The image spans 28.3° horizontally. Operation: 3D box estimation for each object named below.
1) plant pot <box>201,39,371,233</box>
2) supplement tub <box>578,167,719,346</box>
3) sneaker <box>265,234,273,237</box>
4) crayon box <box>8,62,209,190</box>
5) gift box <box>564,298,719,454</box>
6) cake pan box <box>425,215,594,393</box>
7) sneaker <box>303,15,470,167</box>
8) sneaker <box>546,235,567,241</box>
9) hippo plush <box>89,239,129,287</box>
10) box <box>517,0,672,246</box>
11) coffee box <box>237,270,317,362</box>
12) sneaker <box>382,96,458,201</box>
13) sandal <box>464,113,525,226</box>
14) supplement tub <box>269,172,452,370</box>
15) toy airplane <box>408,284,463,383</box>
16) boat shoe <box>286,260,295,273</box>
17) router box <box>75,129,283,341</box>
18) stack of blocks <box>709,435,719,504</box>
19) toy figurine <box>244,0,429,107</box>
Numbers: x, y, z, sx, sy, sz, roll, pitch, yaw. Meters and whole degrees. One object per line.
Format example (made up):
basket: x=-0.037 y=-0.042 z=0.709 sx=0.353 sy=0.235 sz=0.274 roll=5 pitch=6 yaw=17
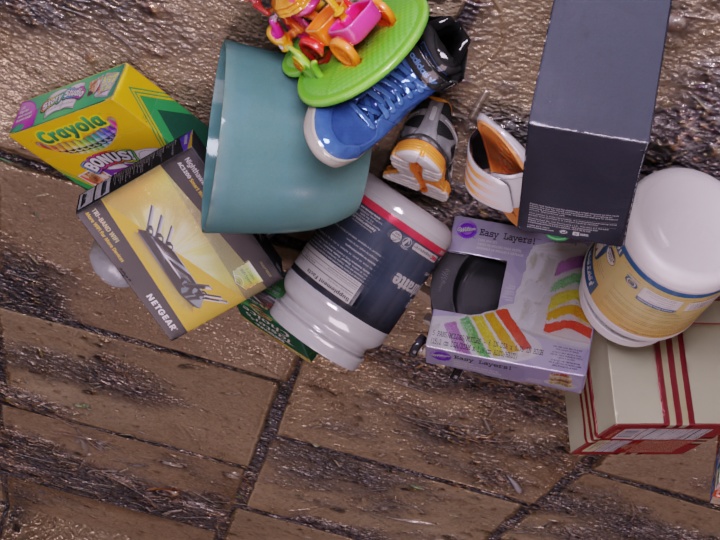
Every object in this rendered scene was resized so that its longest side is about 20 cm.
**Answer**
plant pot: x=-0.075 y=-0.130 z=1.491 sx=0.160 sy=0.202 sz=0.201 roll=6 pitch=155 yaw=-9
supplement tub: x=0.330 y=-0.008 z=1.579 sx=0.144 sy=0.145 sz=0.200 roll=15 pitch=153 yaw=-4
sneaker: x=-0.101 y=-0.095 z=1.707 sx=0.082 sy=0.073 sz=0.200 roll=48 pitch=147 yaw=-8
crayon box: x=-0.285 y=-0.153 z=1.686 sx=0.199 sy=0.059 sz=0.172 roll=-12 pitch=144 yaw=41
gift box: x=0.339 y=0.119 z=1.771 sx=0.199 sy=0.188 sz=0.185 roll=5 pitch=158 yaw=-17
cake pan box: x=0.182 y=0.036 z=1.692 sx=0.199 sy=0.185 sz=0.052 roll=11 pitch=151 yaw=9
sneaker: x=0.032 y=-0.178 z=1.352 sx=0.077 sy=0.200 sz=0.111 roll=53 pitch=138 yaw=-7
sneaker: x=0.226 y=-0.097 z=1.525 sx=0.074 sy=0.084 sz=0.200 roll=8 pitch=153 yaw=11
hippo plush: x=-0.252 y=-0.044 z=1.787 sx=0.160 sy=0.160 sz=0.200 roll=8 pitch=-167 yaw=6
box: x=0.211 y=-0.157 z=1.285 sx=0.104 sy=0.201 sz=0.182 roll=11 pitch=153 yaw=7
coffee box: x=-0.111 y=0.042 z=1.820 sx=0.123 sy=0.044 sz=0.200 roll=33 pitch=165 yaw=16
sneaker: x=0.073 y=-0.129 z=1.553 sx=0.078 sy=0.078 sz=0.200 roll=19 pitch=172 yaw=0
sandal: x=0.152 y=-0.090 z=1.569 sx=0.079 sy=0.059 sz=0.207 roll=43 pitch=168 yaw=29
supplement tub: x=0.000 y=0.000 z=1.658 sx=0.140 sy=0.200 sz=0.140 roll=34 pitch=-176 yaw=-3
toy airplane: x=0.137 y=0.055 z=1.837 sx=0.199 sy=0.142 sz=0.199 roll=23 pitch=-169 yaw=-37
boat shoe: x=-0.024 y=-0.008 z=1.825 sx=0.199 sy=0.060 sz=0.074 roll=-14 pitch=113 yaw=46
router box: x=-0.205 y=-0.038 z=1.642 sx=0.157 sy=0.052 sz=0.200 roll=-29 pitch=117 yaw=10
stack of blocks: x=0.493 y=0.191 z=1.829 sx=0.058 sy=0.201 sz=0.115 roll=9 pitch=154 yaw=11
toy figurine: x=-0.062 y=-0.270 z=1.319 sx=0.184 sy=0.150 sz=0.200 roll=49 pitch=164 yaw=-29
